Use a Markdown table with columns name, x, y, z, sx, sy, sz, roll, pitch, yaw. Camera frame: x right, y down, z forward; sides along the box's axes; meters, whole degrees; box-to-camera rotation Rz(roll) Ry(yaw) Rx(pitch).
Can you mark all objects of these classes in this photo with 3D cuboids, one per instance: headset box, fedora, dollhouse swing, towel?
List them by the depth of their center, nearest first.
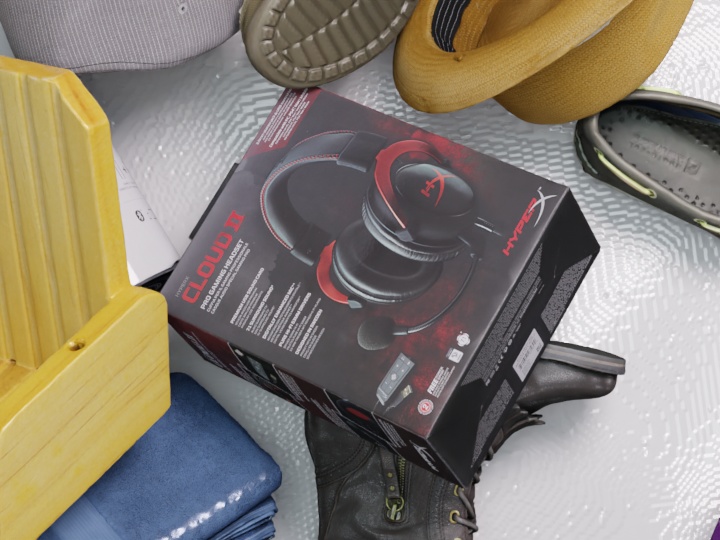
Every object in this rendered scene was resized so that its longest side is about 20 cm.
| name | x | y | z | sx | sy | sz | roll | pitch | yaw |
| --- | --- | --- | --- | --- | --- | --- | --- | --- | --- |
| dollhouse swing | -0.220 | 0.010 | 1.054 | 0.199 | 0.177 | 0.182 | 15 | 45 | 37 |
| headset box | 0.000 | 0.000 | 1.089 | 0.199 | 0.075 | 0.149 | 24 | 75 | 29 |
| towel | -0.146 | 0.134 | 1.099 | 0.199 | 0.049 | 0.112 | -28 | 55 | -26 |
| fedora | -0.130 | -0.152 | 1.103 | 0.176 | 0.199 | 0.091 | 2 | 107 | 35 |
| fedora | 0.111 | -0.140 | 1.105 | 0.201 | 0.201 | 0.082 | -44 | 120 | 2 |

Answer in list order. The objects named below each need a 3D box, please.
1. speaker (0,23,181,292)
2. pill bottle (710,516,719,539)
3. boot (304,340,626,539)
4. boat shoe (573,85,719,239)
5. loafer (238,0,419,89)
| name | x | y | z | sx | sy | sz | roll | pitch | yaw |
| --- | --- | --- | --- | --- | --- | --- | --- | --- | --- |
| speaker | -0.179 | -0.066 | 1.146 | 0.081 | 0.081 | 0.201 | -32 | 85 | 3 |
| pill bottle | 0.216 | 0.198 | 1.080 | 0.112 | 0.112 | 0.202 | 22 | 89 | 6 |
| boot | 0.052 | 0.128 | 1.126 | 0.198 | 0.069 | 0.176 | -7 | 87 | 15 |
| boat shoe | 0.209 | -0.046 | 1.120 | 0.200 | 0.060 | 0.073 | 21 | 89 | 6 |
| loafer | 0.002 | -0.177 | 1.129 | 0.200 | 0.067 | 0.076 | -48 | 122 | -19 |
